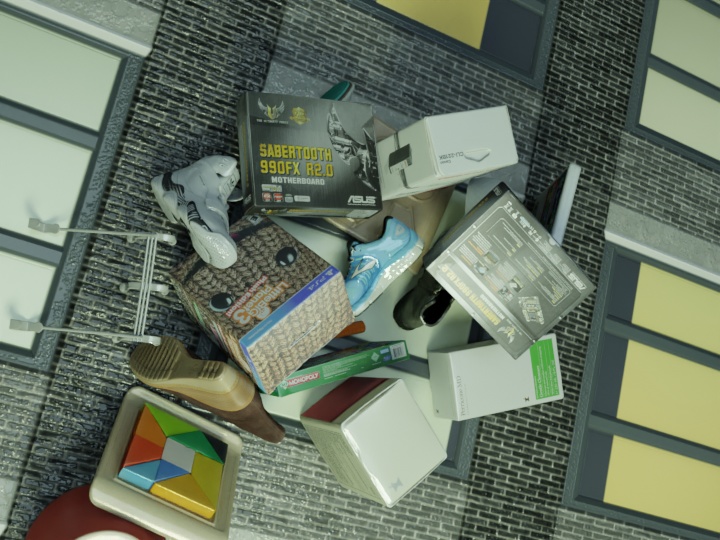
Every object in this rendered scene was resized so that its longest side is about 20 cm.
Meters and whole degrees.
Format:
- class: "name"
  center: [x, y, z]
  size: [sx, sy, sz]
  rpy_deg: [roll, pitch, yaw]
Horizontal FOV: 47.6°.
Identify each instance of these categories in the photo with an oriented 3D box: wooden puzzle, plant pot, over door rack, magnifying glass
- class: "wooden puzzle"
  center: [-0.240, 0.251, 1.060]
  size: [0.183, 0.201, 0.037]
  rpy_deg: [31, 117, -16]
- class: "plant pot"
  center: [-0.322, 0.376, 0.999]
  size: [0.196, 0.177, 0.206]
  rpy_deg: [3, 82, -20]
- class: "over door rack"
  center: [-0.349, 0.016, 1.086]
  size: [0.195, 0.067, 0.152]
  rpy_deg: [6, 80, 2]
- class: "wooden puzzle"
  center: [0.044, -0.120, 1.281]
  size: [0.198, 0.046, 0.188]
  rpy_deg: [31, 74, -20]
- class: "magnifying glass"
  center: [-0.079, 0.100, 1.193]
  size: [0.197, 0.079, 0.023]
  rpy_deg: [-12, 85, -33]

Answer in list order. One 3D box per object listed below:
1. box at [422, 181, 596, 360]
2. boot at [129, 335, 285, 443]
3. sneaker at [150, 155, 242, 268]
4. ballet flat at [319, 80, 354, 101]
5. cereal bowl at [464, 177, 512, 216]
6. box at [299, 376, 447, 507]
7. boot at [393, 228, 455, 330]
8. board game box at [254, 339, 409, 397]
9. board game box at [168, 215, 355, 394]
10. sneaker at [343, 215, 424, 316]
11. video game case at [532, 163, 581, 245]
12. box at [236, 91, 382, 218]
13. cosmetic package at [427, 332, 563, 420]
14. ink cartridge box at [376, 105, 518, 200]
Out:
- class: "box"
  center: [0.209, 0.003, 1.148]
  size: [0.158, 0.049, 0.200]
  rpy_deg: [-43, 106, 14]
- class: "boot"
  center: [-0.210, 0.171, 1.112]
  size: [0.073, 0.197, 0.168]
  rpy_deg: [-59, 140, -28]
- class: "sneaker"
  center: [-0.197, -0.091, 1.112]
  size: [0.114, 0.200, 0.076]
  rpy_deg: [-33, 141, -19]
- class: "ballet flat"
  center: [-0.074, -0.203, 1.238]
  size: [0.200, 0.069, 0.070]
  rpy_deg: [-46, 100, -17]
- class: "cereal bowl"
  center: [0.217, -0.043, 1.253]
  size: [0.081, 0.200, 0.205]
  rpy_deg: [-4, 83, 19]
- class: "box"
  center: [0.012, 0.230, 1.138]
  size: [0.108, 0.199, 0.129]
  rpy_deg: [-34, 96, -21]
- class: "boot"
  center: [0.137, 0.012, 1.252]
  size: [0.067, 0.130, 0.201]
  rpy_deg: [39, 71, -11]
- class: "board game box"
  center: [-0.045, 0.138, 1.162]
  size: [0.196, 0.134, 0.030]
  rpy_deg: [-14, 91, -23]
- class: "board game box"
  center: [-0.134, 0.035, 1.099]
  size: [0.159, 0.199, 0.098]
  rpy_deg: [-39, 140, -21]
- class: "sneaker"
  center: [0.000, 0.000, 1.218]
  size: [0.200, 0.078, 0.090]
  rpy_deg: [-45, 96, -5]
- class: "video game case"
  center: [0.289, -0.046, 1.295]
  size: [0.022, 0.182, 0.204]
  rpy_deg: [18, 77, 0]
- class: "box"
  center: [-0.070, -0.158, 1.143]
  size: [0.196, 0.048, 0.162]
  rpy_deg: [1, 78, -28]
- class: "cosmetic package"
  center: [0.212, 0.165, 1.290]
  size: [0.196, 0.085, 0.110]
  rpy_deg: [-9, 89, -24]
- class: "ink cartridge box"
  center: [0.111, -0.166, 1.181]
  size: [0.142, 0.199, 0.086]
  rpy_deg: [-13, 91, -26]
